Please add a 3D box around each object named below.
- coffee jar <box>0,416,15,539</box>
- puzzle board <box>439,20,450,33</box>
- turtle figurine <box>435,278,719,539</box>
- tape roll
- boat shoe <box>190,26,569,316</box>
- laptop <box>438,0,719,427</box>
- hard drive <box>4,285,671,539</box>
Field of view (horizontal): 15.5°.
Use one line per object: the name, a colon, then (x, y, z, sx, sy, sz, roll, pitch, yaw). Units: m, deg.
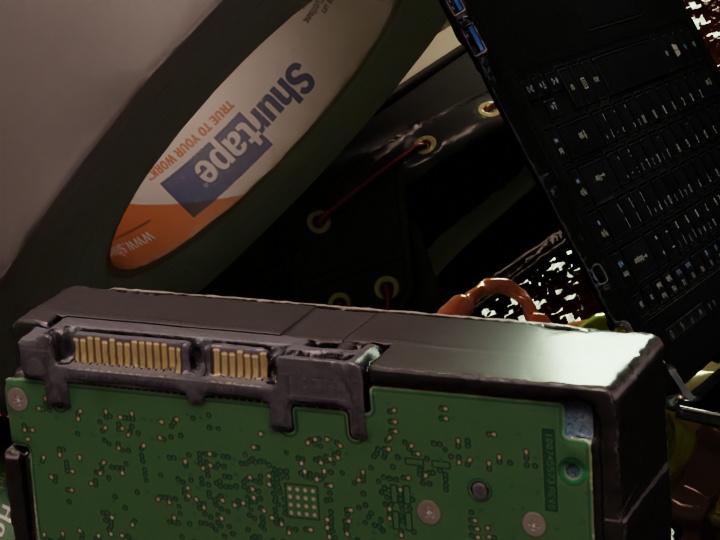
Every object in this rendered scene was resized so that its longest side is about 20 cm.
coffee jar: (-0.033, 0.091, 0.654, 0.199, 0.104, 0.086, 5, 67, 25)
puzzle board: (-0.030, -0.115, 0.891, 0.150, 0.018, 0.199, -3, 23, -46)
turtle figurine: (0.098, 0.050, 0.669, 0.161, 0.065, 0.199, 25, 18, 30)
tape roll: (-0.047, -0.058, 0.652, 0.066, 0.201, 0.200, 43, 63, 10)
boat shoe: (-0.001, -0.002, 0.772, 0.201, 0.074, 0.063, -39, 47, -21)
laptop: (0.120, -0.029, 0.634, 0.103, 0.201, 0.177, -28, -2, 22)
hard drive: (-0.001, 0.106, 0.559, 0.139, 0.202, 0.038, 3, 20, 24)
